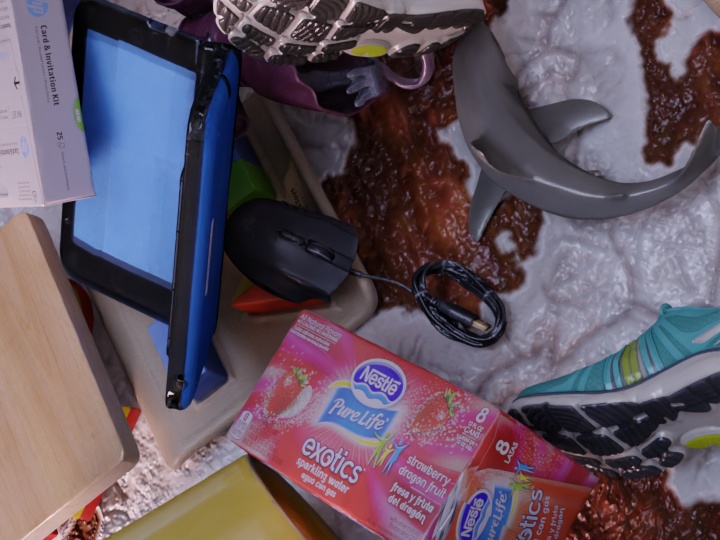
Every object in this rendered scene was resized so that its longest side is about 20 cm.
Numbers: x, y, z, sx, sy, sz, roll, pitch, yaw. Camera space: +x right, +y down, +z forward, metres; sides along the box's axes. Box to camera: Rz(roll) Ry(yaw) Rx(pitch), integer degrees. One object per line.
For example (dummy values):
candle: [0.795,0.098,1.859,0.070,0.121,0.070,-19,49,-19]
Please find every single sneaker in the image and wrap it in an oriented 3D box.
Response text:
sneaker: [-0.015,-0.174,1.389,0.077,0.199,0.085,-37,65,40]
sneaker: [0.174,0.063,1.329,0.199,0.078,0.080,-18,42,35]

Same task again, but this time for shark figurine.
shark figurine: [0.112,-0.066,1.378,0.214,0.089,0.129,24,96,38]

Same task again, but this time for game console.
game console: [-0.140,-0.043,1.431,0.117,0.171,0.201,7,116,2]

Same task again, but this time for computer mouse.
computer mouse: [0.000,0.000,1.447,0.199,0.034,0.059,18,73,21]

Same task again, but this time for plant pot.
plant pot: [-0.095,0.220,1.411,0.189,0.201,0.201,-43,59,2]

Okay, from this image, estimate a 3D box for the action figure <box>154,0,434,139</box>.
action figure: [-0.075,-0.154,1.499,0.199,0.148,0.135,1,111,52]

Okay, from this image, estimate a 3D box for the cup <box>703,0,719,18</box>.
cup: [0.238,-0.231,1.287,0.199,0.143,0.202,-8,75,34]

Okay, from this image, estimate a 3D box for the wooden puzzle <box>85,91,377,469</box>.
wooden puzzle: [-0.101,0.002,1.536,0.200,0.046,0.186,-40,61,22]

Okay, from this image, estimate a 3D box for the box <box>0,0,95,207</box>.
box: [-0.230,-0.142,1.510,0.156,0.041,0.202,1,101,64]

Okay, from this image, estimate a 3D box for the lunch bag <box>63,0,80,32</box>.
lunch bag: [-0.306,-0.226,1.672,0.199,0.132,0.137,25,95,35]

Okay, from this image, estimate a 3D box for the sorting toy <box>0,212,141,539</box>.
sorting toy: [-0.241,0.101,1.600,0.198,0.069,0.201,-38,61,23]

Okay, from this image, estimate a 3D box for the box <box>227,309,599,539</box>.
box: [0.027,0.109,1.355,0.200,0.100,0.096,25,82,51]
